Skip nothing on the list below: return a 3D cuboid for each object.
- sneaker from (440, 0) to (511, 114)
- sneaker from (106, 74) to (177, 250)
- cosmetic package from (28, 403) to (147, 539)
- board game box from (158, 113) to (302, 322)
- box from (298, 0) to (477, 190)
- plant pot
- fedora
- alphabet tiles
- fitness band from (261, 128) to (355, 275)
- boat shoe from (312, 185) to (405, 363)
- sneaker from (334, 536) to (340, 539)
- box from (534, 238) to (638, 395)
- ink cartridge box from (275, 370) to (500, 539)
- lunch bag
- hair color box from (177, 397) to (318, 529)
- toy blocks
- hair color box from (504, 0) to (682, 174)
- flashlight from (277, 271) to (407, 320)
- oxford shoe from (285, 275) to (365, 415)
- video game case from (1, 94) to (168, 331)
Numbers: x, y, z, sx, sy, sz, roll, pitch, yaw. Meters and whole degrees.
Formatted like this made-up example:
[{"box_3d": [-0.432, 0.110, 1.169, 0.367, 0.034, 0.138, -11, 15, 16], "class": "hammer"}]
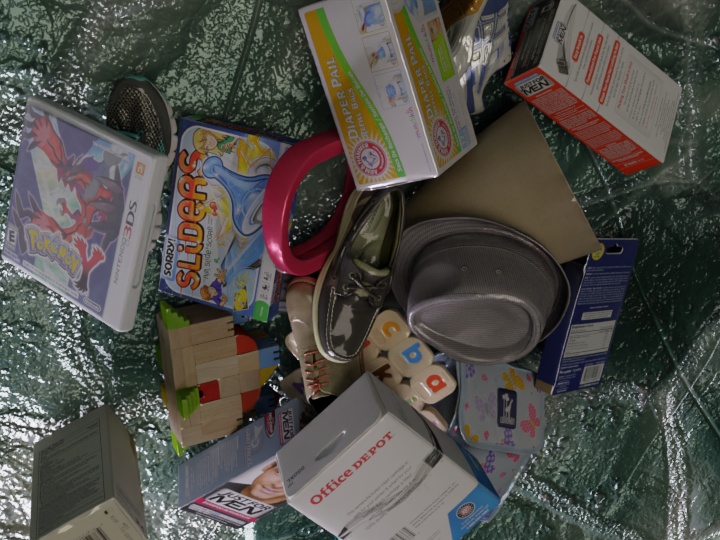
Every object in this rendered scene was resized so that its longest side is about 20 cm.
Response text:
[{"box_3d": [0.133, -0.268, 1.104, 0.088, 0.075, 0.200, 12, 116, -27], "class": "sneaker"}, {"box_3d": [-0.240, -0.100, 1.040, 0.077, 0.091, 0.201, 7, 108, 6], "class": "sneaker"}, {"box_3d": [-0.301, 0.242, 1.105, 0.105, 0.200, 0.071, -29, 117, -2], "class": "cosmetic package"}, {"box_3d": [-0.141, -0.057, 1.089, 0.135, 0.034, 0.201, 15, 109, 13], "class": "board game box"}, {"box_3d": [0.033, -0.197, 1.042, 0.101, 0.112, 0.201, -7, 111, 33], "class": "box"}, {"box_3d": [0.140, -0.062, 1.135, 0.200, 0.187, 0.188, -28, 116, 12], "class": "plant pot"}, {"box_3d": [0.118, 0.036, 1.060, 0.199, 0.090, 0.177, 11, 127, 9], "class": "fedora"}, {"box_3d": [0.006, 0.130, 1.155, 0.195, 0.015, 0.200, -37, 96, 32], "class": "alphabet tiles"}, {"box_3d": [-0.045, -0.075, 1.071, 0.037, 0.200, 0.144, 17, 116, 23], "class": "fitness band"}, {"box_3d": [0.001, 0.000, 1.066, 0.072, 0.066, 0.202, 18, 83, -20], "class": "boat shoe"}, {"box_3d": [-0.003, 0.334, 1.296, 0.080, 0.078, 0.200, -34, 116, 9], "class": "sneaker"}, {"box_3d": [0.284, 0.052, 1.252, 0.121, 0.032, 0.201, -1, 109, -47], "class": "box"}, {"box_3d": [0.030, 0.225, 1.082, 0.145, 0.084, 0.200, -43, 121, 9], "class": "ink cartridge box"}, {"box_3d": [0.130, 0.198, 1.233, 0.169, 0.127, 0.200, 20, 102, -41], "class": "lunch bag"}, {"box_3d": [-0.111, 0.230, 1.175, 0.200, 0.061, 0.099, -33, 136, 27], "class": "hair color box"}, {"box_3d": [-0.156, 0.112, 1.164, 0.136, 0.100, 0.201, -13, 115, -23], "class": "toy blocks"}, {"box_3d": [0.267, -0.210, 1.137, 0.200, 0.064, 0.111, 32, 65, -24], "class": "hair color box"}, {"box_3d": [-0.015, 0.019, 1.176, 0.199, 0.068, 0.068, 1, 136, -20], "class": "flashlight"}, {"box_3d": [-0.035, 0.103, 1.106, 0.070, 0.075, 0.200, -17, 107, 28], "class": "oxford shoe"}, {"box_3d": [-0.283, -0.060, 1.009, 0.023, 0.200, 0.183, -8, 119, -54], "class": "video game case"}]
